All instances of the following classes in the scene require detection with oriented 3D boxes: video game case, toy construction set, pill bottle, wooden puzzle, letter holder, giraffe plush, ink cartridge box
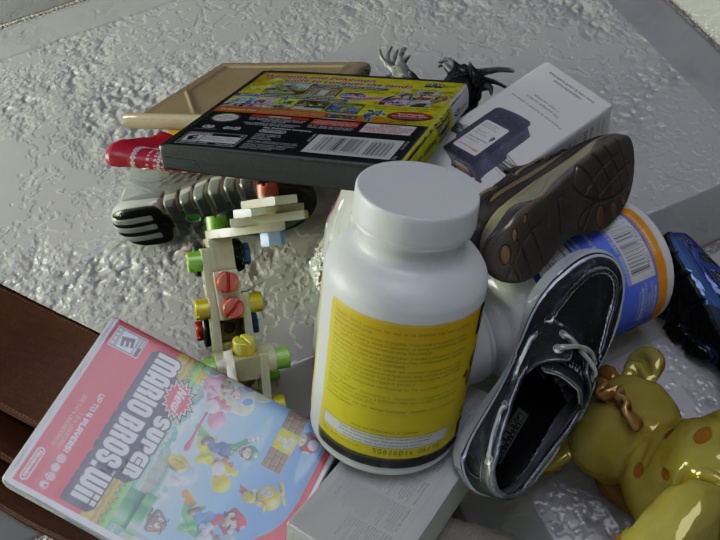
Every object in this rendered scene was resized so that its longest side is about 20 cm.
[{"bbox_3d":[-0.131,0.137,0.672,0.199,0.017,0.143,27,63,5],"label":"video game case"},{"bbox_3d":[-0.101,0.026,0.774,0.092,0.131,0.201,7,90,-15],"label":"toy construction set"},{"bbox_3d":[0.144,0.022,0.759,0.199,0.112,0.112,-21,54,-21],"label":"pill bottle"},{"bbox_3d":[-0.110,-0.170,0.937,0.184,0.037,0.200,7,29,28],"label":"wooden puzzle"},{"bbox_3d":[-0.254,0.122,0.754,0.199,0.101,0.142,22,61,21],"label":"letter holder"},{"bbox_3d":[0.211,0.144,0.664,0.172,0.201,0.162,-16,25,-24],"label":"giraffe plush"},{"bbox_3d":[0.026,0.033,0.641,0.111,0.201,0.112,5,32,-3],"label":"pill bottle"},{"bbox_3d":[-0.030,-0.118,0.758,0.199,0.026,0.181,8,33,21],"label":"video game case"},{"bbox_3d":[0.116,-0.066,0.822,0.200,0.145,0.084,-34,57,-18],"label":"ink cartridge box"}]

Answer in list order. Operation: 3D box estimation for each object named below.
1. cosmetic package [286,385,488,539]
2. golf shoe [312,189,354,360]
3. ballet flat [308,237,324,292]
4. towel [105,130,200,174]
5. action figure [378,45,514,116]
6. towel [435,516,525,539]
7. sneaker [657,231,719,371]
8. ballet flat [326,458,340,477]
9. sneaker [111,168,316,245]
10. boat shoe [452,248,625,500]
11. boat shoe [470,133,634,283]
[{"bbox_3d":[0.033,0.155,0.692,0.082,0.051,0.200,22,39,23],"label":"cosmetic package"},{"bbox_3d":[0.000,0.000,0.763,0.075,0.201,0.092,-3,46,-27],"label":"golf shoe"},{"bbox_3d":[0.022,-0.058,0.878,0.072,0.072,0.200,34,65,27],"label":"ballet flat"},{"bbox_3d":[-0.105,-0.099,0.814,0.199,0.023,0.145,6,13,7],"label":"towel"},{"bbox_3d":[0.049,-0.168,0.924,0.199,0.119,0.102,-30,77,-7],"label":"action figure"},{"bbox_3d":[0.042,0.265,0.659,0.132,0.035,0.201,16,56,16],"label":"towel"},{"bbox_3d":[0.315,0.047,0.775,0.078,0.075,0.200,-21,62,-20],"label":"sneaker"},{"bbox_3d":[-0.062,0.190,0.708,0.070,0.071,0.201,16,57,17],"label":"ballet flat"},{"bbox_3d":[-0.142,-0.094,0.917,0.199,0.075,0.116,-5,51,3],"label":"sneaker"},{"bbox_3d":[0.137,0.070,0.656,0.072,0.068,0.200,38,78,-10],"label":"boat shoe"},{"bbox_3d":[0.140,-0.060,0.715,0.073,0.075,0.200,20,36,40],"label":"boat shoe"}]
